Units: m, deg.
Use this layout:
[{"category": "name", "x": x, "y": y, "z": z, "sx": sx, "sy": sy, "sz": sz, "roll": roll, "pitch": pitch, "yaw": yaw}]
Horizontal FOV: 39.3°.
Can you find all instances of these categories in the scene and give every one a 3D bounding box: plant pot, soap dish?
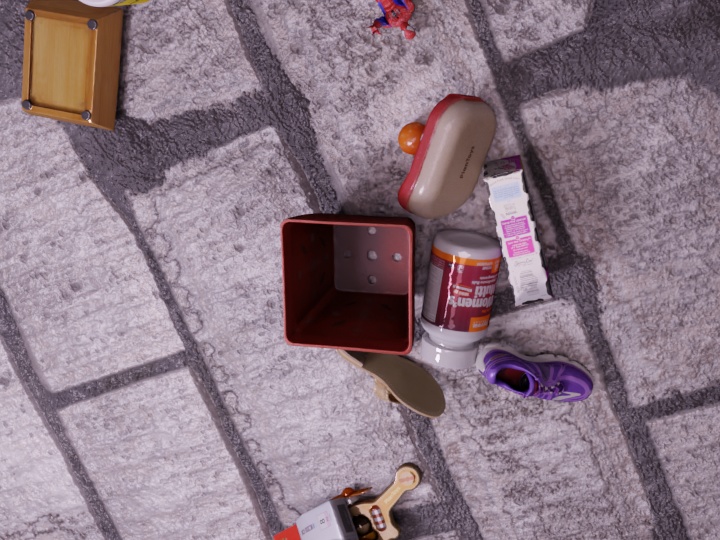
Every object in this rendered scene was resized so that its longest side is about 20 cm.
[{"category": "plant pot", "x": 0.000, "y": 0.000, "z": 1.570, "sx": 0.200, "sy": 0.176, "sz": 0.200, "roll": 4, "pitch": 108, "yaw": 14}, {"category": "soap dish", "x": -0.472, "y": -0.336, "z": 1.636, "sx": 0.157, "sy": 0.081, "sz": 0.200, "roll": 12, "pitch": 108, "yaw": 10}]

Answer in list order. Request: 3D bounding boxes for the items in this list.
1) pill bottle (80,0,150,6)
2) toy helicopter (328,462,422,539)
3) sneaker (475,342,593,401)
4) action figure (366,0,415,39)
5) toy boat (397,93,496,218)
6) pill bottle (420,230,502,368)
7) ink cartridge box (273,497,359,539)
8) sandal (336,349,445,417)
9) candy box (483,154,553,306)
[{"category": "pill bottle", "x": -0.352, "y": -0.454, "z": 1.505, "sx": 0.111, "sy": 0.200, "sz": 0.111, "roll": 4, "pitch": 108, "yaw": 13}, {"category": "toy helicopter", "x": 0.027, "y": 0.408, "z": 1.758, "sx": 0.132, "sy": 0.079, "sz": 0.200, "roll": 42, "pitch": 101, "yaw": 9}, {"category": "sneaker", "x": 0.277, "y": 0.179, "z": 1.588, "sx": 0.200, "sy": 0.083, "sz": 0.081, "roll": 12, "pitch": 114, "yaw": -14}, {"category": "action figure", "x": 0.015, "y": -0.421, "z": 1.481, "sx": 0.065, "sy": 0.099, "sz": 0.200, "roll": -34, "pitch": 99, "yaw": 22}, {"category": "toy boat", "x": 0.110, "y": -0.182, "z": 1.531, "sx": 0.131, "sy": 0.130, "sz": 0.200, "roll": 35, "pitch": 115, "yaw": 35}, {"category": "pill bottle", "x": 0.153, "y": 0.045, "z": 1.581, "sx": 0.109, "sy": 0.110, "sz": 0.200, "roll": 11, "pitch": 109, "yaw": 11}, {"category": "ink cartridge box", "x": -0.079, "y": 0.509, "z": 1.758, "sx": 0.200, "sy": 0.057, "sz": 0.163, "roll": -34, "pitch": 67, "yaw": 30}, {"category": "sandal", "x": 0.046, "y": 0.183, "z": 1.687, "sx": 0.212, "sy": 0.078, "sz": 0.070, "roll": 35, "pitch": 143, "yaw": 9}, {"category": "candy box", "x": 0.236, "y": -0.062, "z": 1.511, "sx": 0.061, "sy": 0.136, "sz": 0.200, "roll": -14, "pitch": 104, "yaw": 11}]
